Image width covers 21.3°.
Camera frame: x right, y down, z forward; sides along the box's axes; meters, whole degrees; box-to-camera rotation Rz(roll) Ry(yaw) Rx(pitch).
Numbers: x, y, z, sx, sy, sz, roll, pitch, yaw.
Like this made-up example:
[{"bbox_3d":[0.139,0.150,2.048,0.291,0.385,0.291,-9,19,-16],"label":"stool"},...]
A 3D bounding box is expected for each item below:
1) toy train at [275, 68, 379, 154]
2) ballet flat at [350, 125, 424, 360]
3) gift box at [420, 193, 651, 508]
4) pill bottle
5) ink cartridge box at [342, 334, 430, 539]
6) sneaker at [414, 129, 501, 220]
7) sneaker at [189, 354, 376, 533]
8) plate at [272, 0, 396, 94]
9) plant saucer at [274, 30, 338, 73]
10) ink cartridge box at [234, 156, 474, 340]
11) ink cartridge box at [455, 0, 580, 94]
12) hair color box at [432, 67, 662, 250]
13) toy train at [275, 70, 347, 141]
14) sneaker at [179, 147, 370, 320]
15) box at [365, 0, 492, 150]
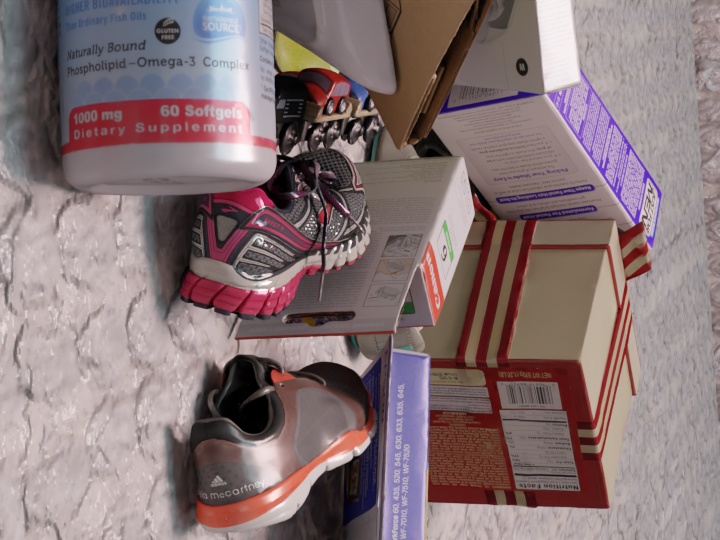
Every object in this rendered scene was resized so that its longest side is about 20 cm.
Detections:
[{"bbox_3d":[-0.028,-0.097,1.130,0.200,0.034,0.046,-18,123,-69],"label":"toy train"},{"bbox_3d":[0.036,-0.023,1.414,0.068,0.063,0.202,62,30,-53],"label":"ballet flat"},{"bbox_3d":[0.129,0.054,1.500,0.188,0.183,0.201,-69,157,-47],"label":"gift box"},{"bbox_3d":[-0.097,-0.141,0.947,0.109,0.108,0.202,6,81,-72],"label":"pill bottle"},{"bbox_3d":[0.019,0.159,1.244,0.200,0.046,0.200,127,-33,-74],"label":"ink cartridge box"},{"bbox_3d":[0.083,-0.055,1.574,0.201,0.074,0.085,64,34,-32],"label":"sneaker"},{"bbox_3d":[-0.045,0.081,1.135,0.200,0.076,0.083,-50,126,-66],"label":"sneaker"},{"bbox_3d":[-0.051,-0.210,1.073,0.199,0.032,0.202,38,-35,56],"label":"plate"},{"bbox_3d":[0.024,-0.197,1.251,0.031,0.199,0.200,58,9,20],"label":"plant saucer"},{"bbox_3d":[0.000,0.000,1.224,0.201,0.108,0.051,-68,149,-52],"label":"ink cartridge box"},{"bbox_3d":[0.073,-0.233,1.382,0.040,0.199,0.202,-15,106,-33],"label":"ink cartridge box"},{"bbox_3d":[0.146,-0.090,1.505,0.200,0.108,0.065,51,45,-40],"label":"hair color box"},{"bbox_3d":[-0.044,-0.105,1.218,0.200,0.034,0.046,-13,109,-71],"label":"toy train"},{"bbox_3d":[-0.040,-0.037,1.126,0.200,0.080,0.075,-50,153,-65],"label":"sneaker"},{"bbox_3d":[0.001,-0.188,1.038,0.201,0.021,0.164,64,-20,16],"label":"box"}]
